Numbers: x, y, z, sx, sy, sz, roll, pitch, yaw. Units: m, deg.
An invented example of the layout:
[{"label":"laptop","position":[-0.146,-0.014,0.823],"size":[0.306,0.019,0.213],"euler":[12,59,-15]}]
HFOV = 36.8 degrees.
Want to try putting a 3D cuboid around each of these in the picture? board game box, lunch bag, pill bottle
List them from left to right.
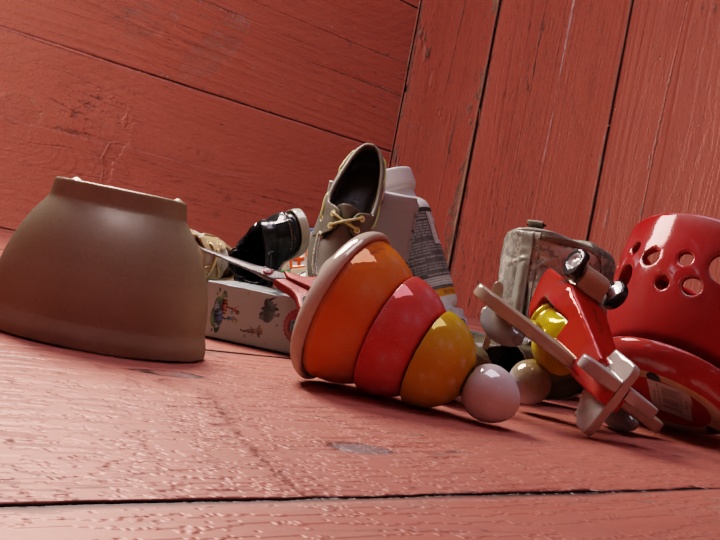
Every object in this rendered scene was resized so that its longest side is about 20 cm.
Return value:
[{"label":"board game box","position":[-0.068,0.059,1.230],"size":[0.196,0.066,0.148],"euler":[10,1,7]},{"label":"pill bottle","position":[0.054,-0.031,1.487],"size":[0.114,0.204,0.116],"euler":[-15,-8,-2]},{"label":"lunch bag","position":[0.225,0.051,1.346],"size":[0.137,0.204,0.167],"euler":[8,-5,34]}]

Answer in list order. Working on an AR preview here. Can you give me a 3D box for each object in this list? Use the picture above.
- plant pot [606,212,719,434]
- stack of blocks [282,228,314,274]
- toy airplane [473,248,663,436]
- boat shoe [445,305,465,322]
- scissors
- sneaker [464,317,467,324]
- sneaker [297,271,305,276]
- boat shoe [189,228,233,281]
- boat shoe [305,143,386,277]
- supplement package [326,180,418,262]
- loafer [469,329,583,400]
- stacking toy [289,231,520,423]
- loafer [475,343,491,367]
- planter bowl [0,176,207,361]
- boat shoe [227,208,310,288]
[{"label":"plant pot","position":[0.360,0.064,1.193],"size":[0.198,0.184,0.201],"euler":[27,-19,10]},{"label":"stack of blocks","position":[-0.060,-0.001,1.616],"size":[0.196,0.117,0.059],"euler":[-7,-11,2]},{"label":"toy airplane","position":[0.203,0.091,1.055],"size":[0.201,0.141,0.198],"euler":[56,27,16]},{"label":"boat shoe","position":[0.103,0.089,1.429],"size":[0.071,0.069,0.200],"euler":[-19,-8,14]},{"label":"scissors","position":[-0.087,0.006,1.179],"size":[0.198,0.014,0.073],"euler":[29,42,31]},{"label":"sneaker","position":[0.050,0.075,1.569],"size":[0.196,0.073,0.112],"euler":[3,-6,21]},{"label":"sneaker","position":[-0.070,0.031,1.502],"size":[0.197,0.076,0.088],"euler":[-14,3,-32]},{"label":"boat shoe","position":[-0.203,-0.018,1.408],"size":[0.068,0.075,0.200],"euler":[5,-1,11]},{"label":"boat shoe","position":[-0.016,-0.059,1.240],"size":[0.071,0.204,0.061],"euler":[15,-35,7]},{"label":"supplement package","position":[0.000,0.000,1.365],"size":[0.115,0.204,0.117],"euler":[10,0,4]},{"label":"loafer","position":[0.173,0.111,1.189],"size":[0.196,0.077,0.070],"euler":[6,13,-16]},{"label":"stacking toy","position":[0.049,0.072,0.942],"size":[0.198,0.148,0.146],"euler":[31,8,20]},{"label":"loafer","position":[0.075,0.088,1.101],"size":[0.066,0.077,0.200],"euler":[12,11,-16]},{"label":"planter bowl","position":[-0.222,-0.007,0.960],"size":[0.196,0.137,0.200],"euler":[12,0,0]},{"label":"boat shoe","position":[-0.127,-0.015,1.317],"size":[0.065,0.076,0.199],"euler":[-11,-11,-31]}]
